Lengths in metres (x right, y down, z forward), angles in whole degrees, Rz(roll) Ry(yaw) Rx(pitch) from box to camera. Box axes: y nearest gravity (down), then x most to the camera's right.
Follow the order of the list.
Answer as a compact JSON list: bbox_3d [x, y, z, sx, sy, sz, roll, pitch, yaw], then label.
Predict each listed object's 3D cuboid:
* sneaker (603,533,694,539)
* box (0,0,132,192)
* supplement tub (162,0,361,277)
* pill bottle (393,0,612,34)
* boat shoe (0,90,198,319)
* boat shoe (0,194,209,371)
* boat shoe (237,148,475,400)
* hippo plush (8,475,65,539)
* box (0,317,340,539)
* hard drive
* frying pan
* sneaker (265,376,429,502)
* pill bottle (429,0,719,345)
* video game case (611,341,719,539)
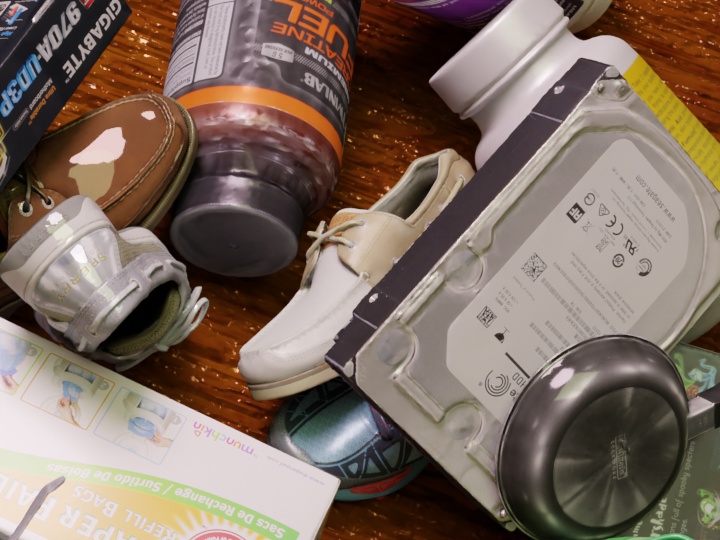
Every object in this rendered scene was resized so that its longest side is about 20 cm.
[{"bbox_3d":[0.166,0.170,0.905,0.200,0.084,0.074,3,74,-6],"label":"sneaker"},{"bbox_3d":[-0.238,-0.094,0.976,0.200,0.046,0.159,1,48,37],"label":"box"},{"bbox_3d":[-0.058,-0.097,1.047,0.107,0.107,0.200,10,58,-6],"label":"supplement tub"},{"bbox_3d":[0.072,-0.197,1.086,0.200,0.112,0.113,12,46,-54],"label":"pill bottle"},{"bbox_3d":[-0.172,-0.027,0.956,0.200,0.068,0.072,-39,64,-2],"label":"boat shoe"},{"bbox_3d":[-0.118,0.018,0.917,0.074,0.202,0.065,-43,78,-5],"label":"boat shoe"},{"bbox_3d":[0.000,0.000,1.000,0.200,0.075,0.068,-37,110,-43],"label":"boat shoe"},{"bbox_3d":[-0.167,0.190,0.822,0.200,0.161,0.159,-38,44,0],"label":"hippo plush"},{"bbox_3d":[-0.125,0.123,0.894,0.200,0.113,0.101,25,53,3],"label":"box"},{"bbox_3d":[0.093,0.013,0.923,0.200,0.038,0.140,-47,117,-6],"label":"hard drive"},{"bbox_3d":[0.152,0.091,0.940,0.190,0.115,0.031,7,15,-30],"label":"frying pan"},{"bbox_3d":[0.041,0.052,0.982,0.200,0.096,0.079,-21,65,-22],"label":"sneaker"},{"bbox_3d":[0.135,-0.059,1.029,0.200,0.111,0.111,47,60,-5],"label":"pill bottle"},{"bbox_3d":[0.194,0.147,0.970,0.182,0.023,0.200,17,74,-2],"label":"video game case"}]
